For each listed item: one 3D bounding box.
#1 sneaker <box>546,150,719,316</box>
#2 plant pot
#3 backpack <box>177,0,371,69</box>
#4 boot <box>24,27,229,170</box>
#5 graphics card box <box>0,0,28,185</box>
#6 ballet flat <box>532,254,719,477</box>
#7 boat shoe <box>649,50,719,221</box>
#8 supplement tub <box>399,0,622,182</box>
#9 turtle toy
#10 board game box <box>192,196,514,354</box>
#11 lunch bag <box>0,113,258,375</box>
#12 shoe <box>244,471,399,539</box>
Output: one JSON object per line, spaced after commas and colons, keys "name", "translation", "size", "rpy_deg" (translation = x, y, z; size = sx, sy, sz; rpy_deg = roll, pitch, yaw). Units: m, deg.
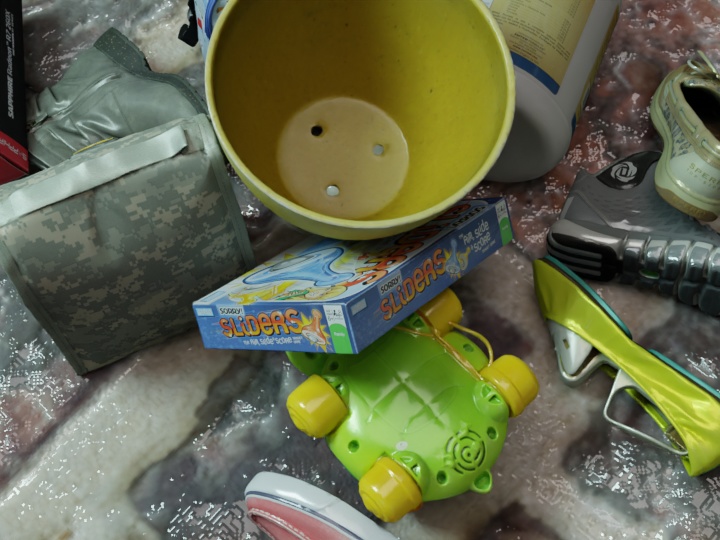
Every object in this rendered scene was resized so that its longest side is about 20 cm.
{"name": "sneaker", "translation": [0.251, -0.038, 0.892], "size": [0.199, 0.075, 0.116], "rpy_deg": [17, 63, 11]}
{"name": "plant pot", "translation": [-0.005, -0.102, 0.808], "size": [0.199, 0.142, 0.201], "rpy_deg": [2, 73, -5]}
{"name": "backpack", "translation": [-0.047, -0.211, 0.920], "size": [0.199, 0.191, 0.154], "rpy_deg": [-14, 64, -6]}
{"name": "boot", "translation": [-0.197, -0.106, 0.940], "size": [0.131, 0.068, 0.200], "rpy_deg": [-42, 54, -13]}
{"name": "graphics card box", "translation": [-0.337, -0.151, 0.956], "size": [0.125, 0.051, 0.201], "rpy_deg": [-19, 62, 19]}
{"name": "ballet flat", "translation": [0.186, 0.071, 0.847], "size": [0.200, 0.067, 0.067], "rpy_deg": [42, 85, 18]}
{"name": "boat shoe", "translation": [0.268, -0.113, 0.896], "size": [0.073, 0.063, 0.200], "rpy_deg": [22, 38, -5]}
{"name": "supplement tub", "translation": [0.122, -0.187, 0.928], "size": [0.144, 0.145, 0.200], "rpy_deg": [20, 65, 11]}
{"name": "turtle toy", "translation": [0.021, 0.084, 0.821], "size": [0.146, 0.101, 0.200], "rpy_deg": [-38, 68, -17]}
{"name": "board game box", "translation": [0.000, 0.000, 0.812], "size": [0.135, 0.035, 0.200], "rpy_deg": [-1, 21, 38]}
{"name": "lunch bag", "translation": [-0.166, -0.030, 0.829], "size": [0.164, 0.200, 0.118], "rpy_deg": [-21, 65, -8]}
{"name": "shoe", "translation": [-0.008, 0.218, 0.772], "size": [0.200, 0.072, 0.091], "rpy_deg": [30, 63, 10]}
